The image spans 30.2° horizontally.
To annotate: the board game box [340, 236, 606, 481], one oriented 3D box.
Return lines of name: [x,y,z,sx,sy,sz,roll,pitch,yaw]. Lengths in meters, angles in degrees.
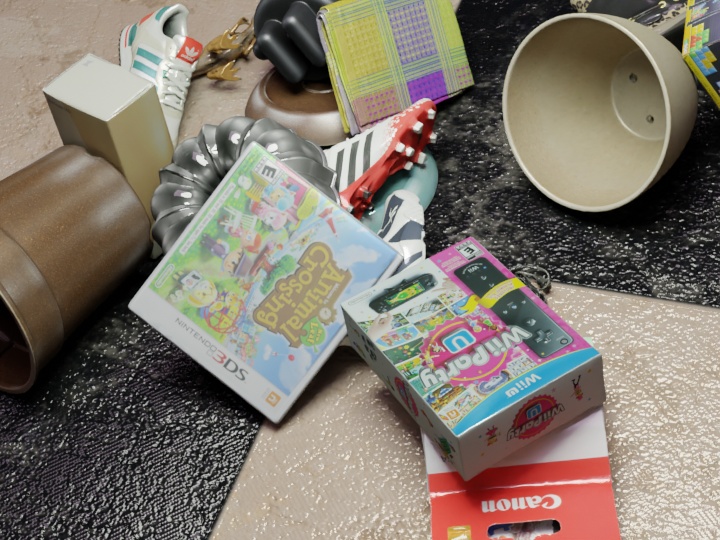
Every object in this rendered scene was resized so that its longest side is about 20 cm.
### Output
board game box: [0.096,0.070,1.166,0.147,0.064,0.200,-28,44,-16]

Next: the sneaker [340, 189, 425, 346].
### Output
sneaker: [0.000,0.000,1.328,0.129,0.080,0.199,-1,57,-1]

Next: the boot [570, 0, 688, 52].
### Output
boot: [0.360,-0.317,1.559,0.200,0.073,0.151,-31,49,-10]

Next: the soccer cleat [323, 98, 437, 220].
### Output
soccer cleat: [0.007,-0.120,1.413,0.085,0.069,0.200,27,62,26]

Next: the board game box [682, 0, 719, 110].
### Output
board game box: [0.411,-0.244,1.414,0.057,0.165,0.200,-19,39,36]

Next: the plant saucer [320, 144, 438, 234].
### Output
plant saucer: [-0.015,-0.104,1.465,0.200,0.027,0.200,-6,48,6]

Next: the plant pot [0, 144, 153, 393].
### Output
plant pot: [-0.329,-0.014,1.343,0.200,0.200,0.198,23,48,28]

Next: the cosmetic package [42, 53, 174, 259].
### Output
cosmetic package: [-0.250,-0.118,1.403,0.105,0.200,0.071,26,56,31]

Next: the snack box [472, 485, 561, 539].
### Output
snack box: [0.133,0.211,1.145,0.072,0.024,0.200,-14,46,-1]

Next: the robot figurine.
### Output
robot figurine: [-0.050,-0.300,1.530,0.150,0.125,0.200,9,41,14]

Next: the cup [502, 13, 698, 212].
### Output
cup: [0.269,-0.174,1.381,0.200,0.201,0.143,31,35,33]

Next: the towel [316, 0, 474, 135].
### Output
towel: [0.039,-0.242,1.477,0.200,0.144,0.023,-26,15,-38]

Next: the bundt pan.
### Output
bundt pan: [-0.124,-0.067,1.330,0.202,0.076,0.202,-7,70,19]

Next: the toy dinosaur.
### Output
toy dinosaur: [-0.182,-0.255,1.629,0.200,0.060,0.106,-32,18,-12]

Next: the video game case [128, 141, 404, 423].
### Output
video game case: [-0.089,0.011,1.256,0.182,0.022,0.200,38,93,2]

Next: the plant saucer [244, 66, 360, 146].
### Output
plant saucer: [-0.038,-0.209,1.538,0.200,0.032,0.200,-6,38,5]

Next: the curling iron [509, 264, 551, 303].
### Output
curling iron: [0.168,0.069,1.268,0.050,0.026,0.200,-10,47,6]

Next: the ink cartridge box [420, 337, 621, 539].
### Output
ink cartridge box: [0.132,0.149,1.149,0.161,0.050,0.200,-7,39,7]

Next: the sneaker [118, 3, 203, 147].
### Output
sneaker: [-0.228,-0.228,1.551,0.093,0.070,0.200,-29,53,28]
